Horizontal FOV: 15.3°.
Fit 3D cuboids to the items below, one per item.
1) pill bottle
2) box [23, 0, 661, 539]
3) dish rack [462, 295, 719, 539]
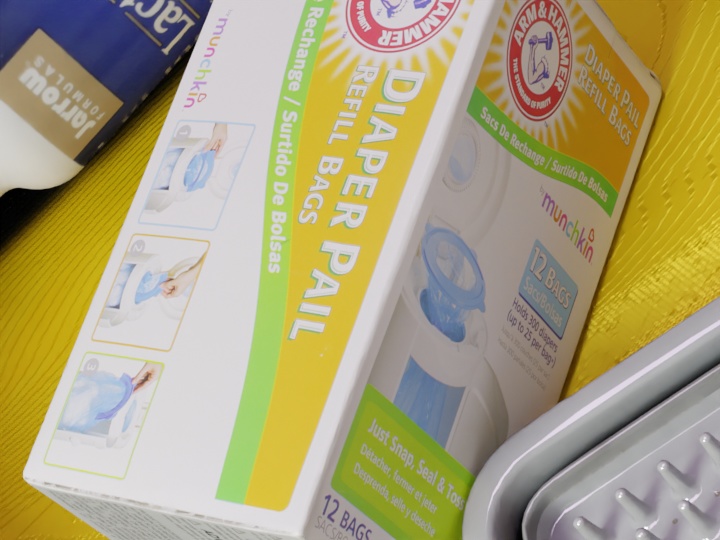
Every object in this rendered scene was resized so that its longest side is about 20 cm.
[{"bbox_3d":[-0.114,-0.102,0.932,0.200,0.116,0.116,-48,50,1],"label":"pill bottle"},{"bbox_3d":[0.000,0.000,0.806,0.101,0.112,0.201,8,67,34],"label":"box"},{"bbox_3d":[0.131,0.095,0.716,0.171,0.044,0.201,-35,51,12],"label":"dish rack"}]
